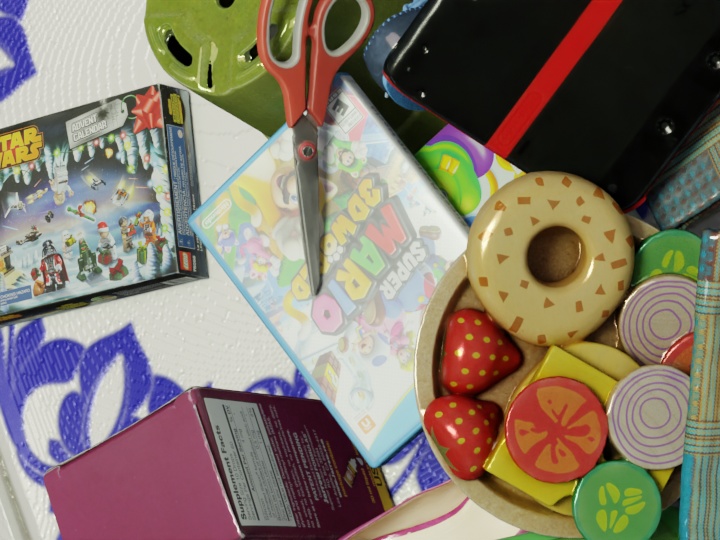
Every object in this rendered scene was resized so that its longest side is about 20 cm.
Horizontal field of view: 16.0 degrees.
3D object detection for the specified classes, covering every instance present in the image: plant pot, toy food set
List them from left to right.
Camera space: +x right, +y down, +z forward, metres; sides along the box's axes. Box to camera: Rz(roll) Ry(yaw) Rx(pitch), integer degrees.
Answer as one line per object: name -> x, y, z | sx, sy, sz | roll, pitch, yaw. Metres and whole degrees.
plant pot -> -0.040, -0.159, 1.652 | 0.199, 0.190, 0.202 | -3, 84, 31
toy food set -> 0.130, 0.057, 1.486 | 0.197, 0.049, 0.201 | 29, 85, -6

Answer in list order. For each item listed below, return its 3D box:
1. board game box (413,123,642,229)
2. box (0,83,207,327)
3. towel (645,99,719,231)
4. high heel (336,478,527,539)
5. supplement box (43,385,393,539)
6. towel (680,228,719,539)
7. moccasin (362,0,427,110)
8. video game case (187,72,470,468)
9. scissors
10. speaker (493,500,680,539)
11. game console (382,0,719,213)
board game box -> 0.062, -0.009, 1.623 | 0.200, 0.103, 0.105 | -42, 66, 20
box -> -0.206, -0.043, 1.827 | 0.199, 0.040, 0.138 | -14, 77, 30
towel -> 0.199, -0.141, 1.526 | 0.146, 0.022, 0.201 | -35, 64, 30
high heel -> 0.052, 0.150, 1.540 | 0.199, 0.096, 0.068 | -30, 68, 21
supplement box -> -0.084, 0.151, 1.637 | 0.130, 0.200, 0.104 | -29, 70, 26
towel -> 0.256, 0.076, 1.458 | 0.022, 0.146, 0.202 | -137, 49, -72
moccasin -> 0.051, -0.144, 1.587 | 0.080, 0.200, 0.068 | -46, 73, 22
video game case -> 0.000, 0.000, 1.577 | 0.143, 0.018, 0.200 | -42, 77, 20
scissors -> -0.040, -0.086, 1.553 | 0.014, 0.073, 0.201 | -145, 65, -64
speaker -> 0.122, 0.194, 1.513 | 0.199, 0.088, 0.089 | -11, 74, -15
game console -> 0.136, -0.143, 1.474 | 0.176, 0.031, 0.200 | 33, 110, -10
